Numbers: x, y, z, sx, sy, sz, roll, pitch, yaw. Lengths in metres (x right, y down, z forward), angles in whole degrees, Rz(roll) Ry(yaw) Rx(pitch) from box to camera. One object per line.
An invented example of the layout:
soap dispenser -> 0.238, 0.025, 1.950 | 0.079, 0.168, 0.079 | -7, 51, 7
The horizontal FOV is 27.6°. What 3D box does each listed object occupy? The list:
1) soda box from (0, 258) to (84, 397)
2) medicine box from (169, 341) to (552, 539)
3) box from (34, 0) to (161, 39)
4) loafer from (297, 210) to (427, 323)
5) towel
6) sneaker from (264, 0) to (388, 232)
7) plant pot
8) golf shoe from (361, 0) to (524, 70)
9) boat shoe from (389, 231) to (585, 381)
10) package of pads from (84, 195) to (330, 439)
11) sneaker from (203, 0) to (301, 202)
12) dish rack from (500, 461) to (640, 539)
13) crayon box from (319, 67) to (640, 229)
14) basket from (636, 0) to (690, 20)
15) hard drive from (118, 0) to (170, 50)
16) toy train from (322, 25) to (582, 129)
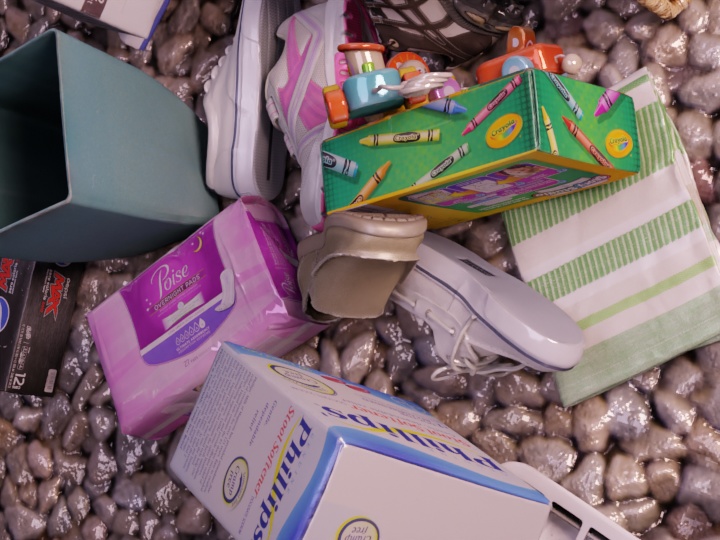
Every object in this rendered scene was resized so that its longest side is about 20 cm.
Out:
soda box -> -0.300, 0.009, 1.336 | 0.070, 0.063, 0.202 | 11, 87, 35
medicine box -> -0.004, 0.146, 1.004 | 0.200, 0.181, 0.104 | 29, 97, 58
box -> -0.230, -0.319, 1.239 | 0.200, 0.130, 0.201 | 27, 96, 60
loafer -> 0.000, 0.000, 1.080 | 0.200, 0.075, 0.069 | 149, 122, -75
towel -> 0.179, -0.024, 1.048 | 0.152, 0.023, 0.202 | -27, 69, 28
sneaker -> -0.030, -0.124, 1.177 | 0.087, 0.081, 0.202 | -8, 69, 33
plant pot -> -0.217, -0.084, 1.212 | 0.140, 0.199, 0.143 | -20, 70, 34
golf shoe -> 0.024, -0.203, 1.084 | 0.094, 0.199, 0.078 | -44, 37, 36
boat shoe -> 0.079, 0.044, 1.060 | 0.202, 0.074, 0.087 | 35, 111, 47
package of pads -> -0.131, 0.040, 1.210 | 0.199, 0.075, 0.121 | -35, 65, 24
sneaker -> -0.098, -0.158, 1.227 | 0.070, 0.073, 0.203 | 4, 84, 31
dish rack -> 0.124, 0.254, 1.019 | 0.171, 0.043, 0.202 | 31, 99, 33
crayon box -> 0.082, -0.080, 1.035 | 0.199, 0.118, 0.059 | -15, 76, 43
basket -> 0.196, -0.286, 0.978 | 0.142, 0.199, 0.150 | -35, 61, 21
hard drive -> -0.164, -0.308, 1.281 | 0.201, 0.025, 0.132 | -58, 32, 22
toy train -> 0.058, -0.146, 1.045 | 0.149, 0.199, 0.056 | -16, 87, 37
